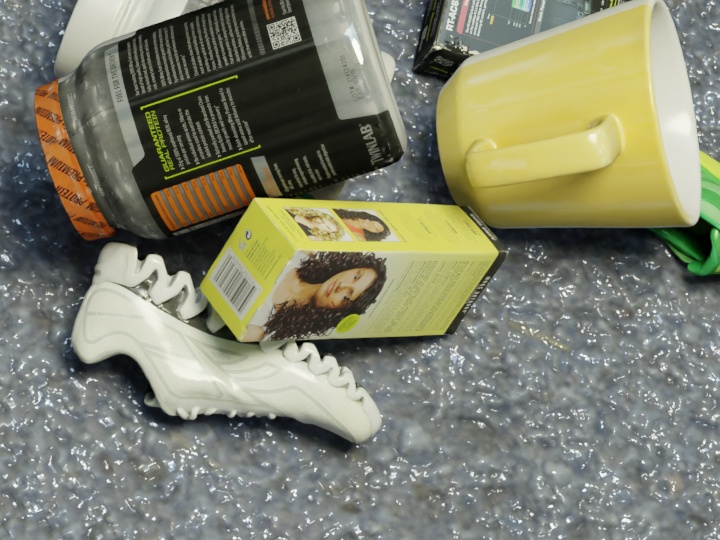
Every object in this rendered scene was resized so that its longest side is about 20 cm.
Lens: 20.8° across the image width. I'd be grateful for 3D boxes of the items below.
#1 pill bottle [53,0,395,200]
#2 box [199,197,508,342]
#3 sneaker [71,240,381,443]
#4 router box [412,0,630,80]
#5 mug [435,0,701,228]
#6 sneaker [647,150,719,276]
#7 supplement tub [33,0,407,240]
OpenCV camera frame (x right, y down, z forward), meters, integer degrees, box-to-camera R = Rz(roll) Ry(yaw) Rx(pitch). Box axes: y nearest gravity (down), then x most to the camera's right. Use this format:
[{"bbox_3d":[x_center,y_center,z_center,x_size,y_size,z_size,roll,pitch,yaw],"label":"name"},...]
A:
[{"bbox_3d":[-0.088,-0.127,1.260,0.199,0.113,0.114,25,56,-4],"label":"pill bottle"},{"bbox_3d":[0.000,0.000,1.190,0.199,0.075,0.050,-2,43,-49],"label":"box"},{"bbox_3d":[-0.082,0.061,1.187,0.199,0.075,0.081,29,79,-7],"label":"sneaker"},{"bbox_3d":[0.133,-0.217,1.386,0.149,0.062,0.201,16,75,-10],"label":"router box"},{"bbox_3d":[0.127,-0.098,1.265,0.152,0.187,0.150,-8,69,19],"label":"mug"},{"bbox_3d":[0.262,-0.021,1.346,0.199,0.074,0.084,21,54,5],"label":"sneaker"},{"bbox_3d":[-0.082,-0.093,1.147,0.199,0.123,0.123,-17,65,4],"label":"supplement tub"}]
